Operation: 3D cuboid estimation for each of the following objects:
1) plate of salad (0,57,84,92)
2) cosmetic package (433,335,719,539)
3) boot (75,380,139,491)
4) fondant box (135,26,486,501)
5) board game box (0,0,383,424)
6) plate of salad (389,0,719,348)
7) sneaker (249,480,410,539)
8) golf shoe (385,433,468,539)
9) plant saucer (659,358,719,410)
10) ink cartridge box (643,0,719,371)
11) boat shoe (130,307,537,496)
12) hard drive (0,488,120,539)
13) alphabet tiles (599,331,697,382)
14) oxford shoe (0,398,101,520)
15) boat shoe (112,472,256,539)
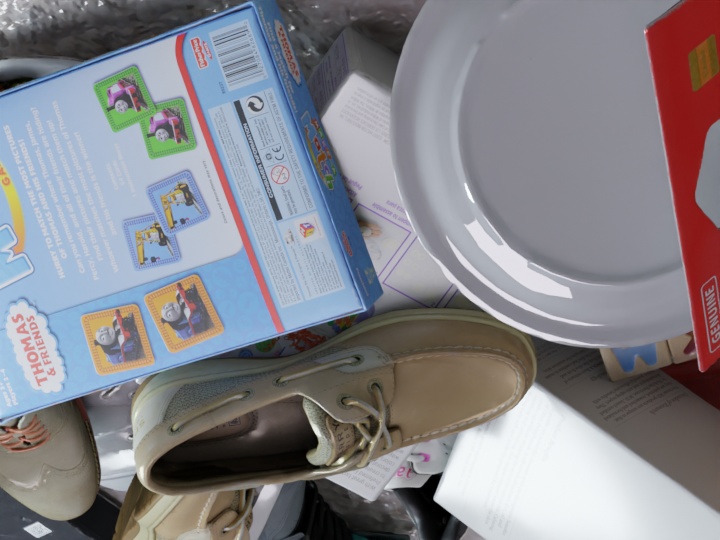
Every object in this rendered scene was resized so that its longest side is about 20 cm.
[{"bbox_3d":[-0.144,-0.031,1.244,0.200,0.048,0.200,6,139,5],"label":"plate of salad"},{"bbox_3d":[0.147,0.123,1.243,0.200,0.085,0.108,36,125,24],"label":"cosmetic package"},{"bbox_3d":[-0.109,0.067,1.341,0.200,0.074,0.096,-22,137,35],"label":"boot"},{"bbox_3d":[0.000,0.000,1.193,0.144,0.058,0.200,28,112,-20],"label":"fondant box"},{"bbox_3d":[-0.108,-0.027,1.139,0.200,0.037,0.151,-17,98,19],"label":"board game box"},{"bbox_3d":[0.111,-0.065,1.084,0.200,0.048,0.200,0,96,-4],"label":"plate of salad"},{"bbox_3d":[-0.018,0.167,1.431,0.121,0.084,0.200,16,148,2],"label":"sneaker"},{"bbox_3d":[0.031,0.070,1.301,0.073,0.092,0.200,-4,137,24],"label":"golf shoe"},{"bbox_3d":[0.190,0.139,1.296,0.199,0.037,0.200,-12,97,43],"label":"plant saucer"},{"bbox_3d":[0.204,-0.069,1.026,0.045,0.176,0.200,27,148,37],"label":"ink cartridge box"},{"bbox_3d":[-0.011,0.070,1.160,0.200,0.065,0.072,-9,120,-1],"label":"boat shoe"},{"bbox_3d":[-0.235,0.154,1.506,0.140,0.038,0.200,-27,128,37],"label":"hard drive"},{"bbox_3d":[0.200,-0.026,1.166,0.200,0.008,0.167,-17,136,6],"label":"alphabet tiles"},{"bbox_3d":[-0.191,0.074,1.273,0.071,0.074,0.200,-29,129,1],"label":"oxford shoe"},{"bbox_3d":[-0.086,0.119,1.301,0.064,0.071,0.200,18,156,-8],"label":"boat shoe"}]
